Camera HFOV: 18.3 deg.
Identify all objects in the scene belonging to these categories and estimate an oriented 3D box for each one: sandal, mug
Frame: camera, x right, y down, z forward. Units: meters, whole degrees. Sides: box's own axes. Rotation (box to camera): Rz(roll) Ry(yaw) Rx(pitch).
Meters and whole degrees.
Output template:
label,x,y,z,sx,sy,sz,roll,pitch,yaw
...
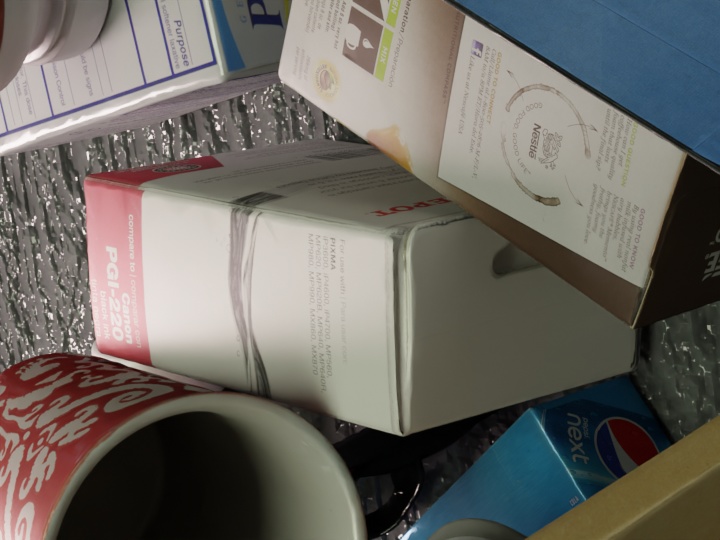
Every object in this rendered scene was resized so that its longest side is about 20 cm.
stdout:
label,x,y,z,sx,sy,sz,roll,pitch,yaw
sandal,-0.003,0.103,1.029,0.200,0.075,0.045,-33,76,45
mug,-0.108,0.119,0.922,0.178,0.133,0.200,-59,24,-7

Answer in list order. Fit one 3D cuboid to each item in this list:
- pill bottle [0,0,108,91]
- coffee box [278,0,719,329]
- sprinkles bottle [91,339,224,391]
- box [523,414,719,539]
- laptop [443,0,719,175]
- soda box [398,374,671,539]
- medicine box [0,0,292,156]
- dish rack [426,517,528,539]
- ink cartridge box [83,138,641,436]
label,x,y,z,sx,sy,sz,roll,pitch,yaw
pill bottle,-0.209,-0.117,0.941,0.112,0.199,0.113,17,113,45
coffee box,0.077,-0.070,0.857,0.200,0.114,0.080,37,127,36
sprinkles bottle,-0.098,0.130,1.145,0.068,0.068,0.202,13,111,45
box,0.055,0.131,0.764,0.021,0.199,0.164,57,176,25
laptop,0.132,-0.164,0.765,0.187,0.115,0.201,36,125,35
soda box,0.060,0.130,0.973,0.068,0.064,0.200,58,136,19
medicine box,-0.104,-0.165,1.039,0.199,0.102,0.184,-11,93,48
dish rack,0.080,0.180,0.919,0.199,0.044,0.172,30,135,-10
ink cartridge box,0.000,0.000,0.939,0.199,0.145,0.086,9,106,47
